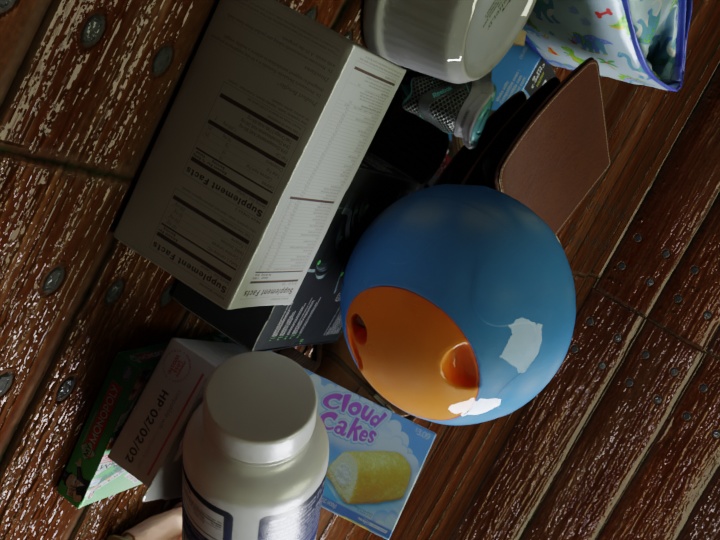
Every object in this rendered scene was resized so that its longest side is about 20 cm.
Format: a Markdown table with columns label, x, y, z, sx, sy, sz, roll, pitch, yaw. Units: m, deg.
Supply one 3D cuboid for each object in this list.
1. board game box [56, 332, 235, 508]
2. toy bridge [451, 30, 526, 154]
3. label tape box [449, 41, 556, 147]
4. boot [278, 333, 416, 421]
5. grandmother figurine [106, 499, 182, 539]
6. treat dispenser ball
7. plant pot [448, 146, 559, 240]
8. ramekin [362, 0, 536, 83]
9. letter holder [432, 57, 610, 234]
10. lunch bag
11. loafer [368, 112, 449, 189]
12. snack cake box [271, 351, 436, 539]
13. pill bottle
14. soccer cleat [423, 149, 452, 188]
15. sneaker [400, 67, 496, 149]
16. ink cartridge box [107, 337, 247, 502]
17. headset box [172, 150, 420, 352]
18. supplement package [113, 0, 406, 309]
| label | x | y | z | sx | sy | sz | roll | pitch | yaw |
| --- | --- | --- | --- | --- | --- | --- | --- | --- | --- |
| board game box | -0.175 | 0.126 | 1.009 | 0.136 | 0.029 | 0.200 | -63 | 161 | 13 |
| toy bridge | 0.131 | -0.166 | 1.217 | 0.027 | 0.067 | 0.203 | 1 | 100 | -48 |
| label tape box | 0.161 | -0.197 | 1.335 | 0.145 | 0.063 | 0.200 | -61 | 162 | 4 |
| boot | 0.005 | 0.112 | 1.257 | 0.200 | 0.154 | 0.074 | -44 | 157 | -37 |
| grandmother figurine | -0.180 | 0.262 | 1.164 | 0.199 | 0.060 | 0.122 | -27 | 153 | -54 |
| treat dispenser ball | 0.082 | 0.028 | 0.959 | 0.201 | 0.200 | 0.202 | -50 | 160 | -26 |
| plant pot | 0.117 | -0.021 | 1.318 | 0.142 | 0.200 | 0.200 | -43 | 159 | -11 |
| ramekin | 0.094 | -0.261 | 1.011 | 0.203 | 0.094 | 0.203 | -50 | 159 | -27 |
| letter holder | 0.152 | -0.112 | 1.113 | 0.200 | 0.100 | 0.143 | -48 | 139 | -33 |
| lunch bag | 0.248 | -0.278 | 1.186 | 0.128 | 0.169 | 0.201 | -50 | 138 | -19 |
| loafer | 0.011 | -0.077 | 1.140 | 0.200 | 0.073 | 0.071 | -48 | 177 | -11 |
| snack cake box | -0.037 | 0.171 | 1.136 | 0.067 | 0.198 | 0.116 | 103 | 13 | -82 |
| pill bottle | -0.081 | 0.157 | 0.866 | 0.111 | 0.110 | 0.201 | -44 | 156 | -38 |
| soccer cleat | 0.064 | -0.064 | 1.197 | 0.069 | 0.084 | 0.202 | 122 | -31 | -50 |
| sneaker | 0.082 | -0.187 | 1.129 | 0.200 | 0.090 | 0.078 | -83 | -167 | -71 |
| ink cartridge box | -0.135 | 0.123 | 0.956 | 0.116 | 0.067 | 0.200 | -61 | 162 | 3 |
| headset box | -0.053 | -0.029 | 0.986 | 0.175 | 0.092 | 0.200 | -62 | 161 | 11 |
| supplement package | -0.072 | -0.086 | 0.821 | 0.202 | 0.109 | 0.114 | -63 | 162 | 10 |
